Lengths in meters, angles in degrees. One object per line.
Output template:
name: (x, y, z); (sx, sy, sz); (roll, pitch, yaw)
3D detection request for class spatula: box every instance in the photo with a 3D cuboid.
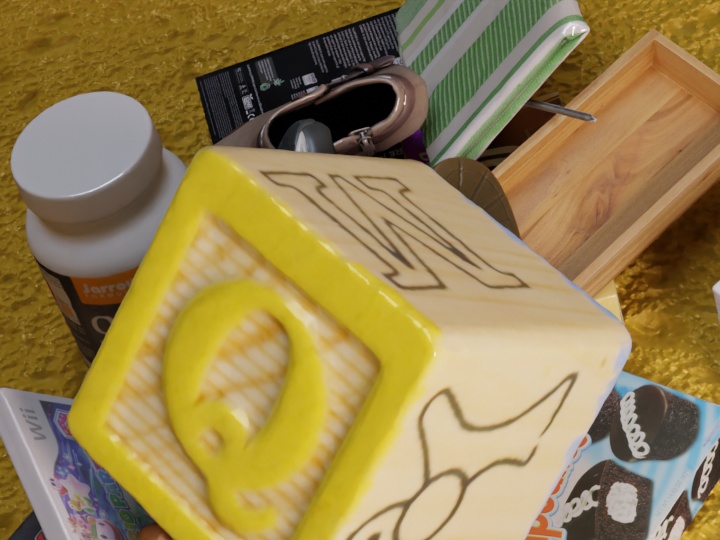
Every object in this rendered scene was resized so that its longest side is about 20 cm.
spatula: (0.076, -0.042, 1.549); (0.198, 0.021, 0.057); (-18, 46, -4)

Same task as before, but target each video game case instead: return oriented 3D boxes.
video game case: (-0.116, 0.139, 1.404); (0.018, 0.199, 0.144); (-48, 53, 25)

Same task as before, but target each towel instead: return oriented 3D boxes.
towel: (0.084, -0.165, 1.599); (0.153, 0.023, 0.201); (-49, 29, 25)

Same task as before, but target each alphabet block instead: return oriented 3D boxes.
alphabet block: (-0.005, 0.062, 1.315); (0.196, 0.199, 0.196); (38, 110, 30)

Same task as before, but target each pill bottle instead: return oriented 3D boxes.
pill bottle: (-0.150, -0.012, 1.549); (0.115, 0.201, 0.117); (-10, 46, 10)

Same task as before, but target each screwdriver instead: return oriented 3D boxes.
screwdriver: (0.112, -0.106, 1.552); (0.028, 0.029, 0.200); (-36, 25, -11)

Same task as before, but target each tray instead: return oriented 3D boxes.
tray: (0.159, -0.061, 1.523); (0.098, 0.037, 0.200); (38, 66, 23)

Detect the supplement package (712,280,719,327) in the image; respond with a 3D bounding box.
supplement package: (0.335, 0.044, 1.400); (0.155, 0.111, 0.200); (-39, 48, -19)

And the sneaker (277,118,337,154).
sneaker: (0.000, 0.000, 1.491); (0.084, 0.202, 0.074); (-16, 8, -14)

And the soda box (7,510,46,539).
soda box: (-0.160, 0.170, 1.417); (0.070, 0.064, 0.200); (-5, 18, 16)

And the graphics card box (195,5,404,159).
graphics card box: (-0.011, -0.116, 1.707); (0.198, 0.051, 0.126); (-19, 46, -1)

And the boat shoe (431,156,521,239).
boat shoe: (0.073, 0.034, 1.446); (0.073, 0.063, 0.202); (-12, 77, -34)

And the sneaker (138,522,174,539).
sneaker: (-0.040, 0.184, 1.341); (0.073, 0.199, 0.085); (-24, 56, 47)

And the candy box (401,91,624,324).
candy box: (0.099, -0.023, 1.579); (0.116, 0.057, 0.201); (-13, 47, 3)

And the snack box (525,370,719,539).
snack box: (0.128, 0.148, 1.422); (0.116, 0.037, 0.200); (19, 57, 33)

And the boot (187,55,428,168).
boot: (-0.048, -0.082, 1.573); (0.199, 0.146, 0.071); (-28, 88, 4)
